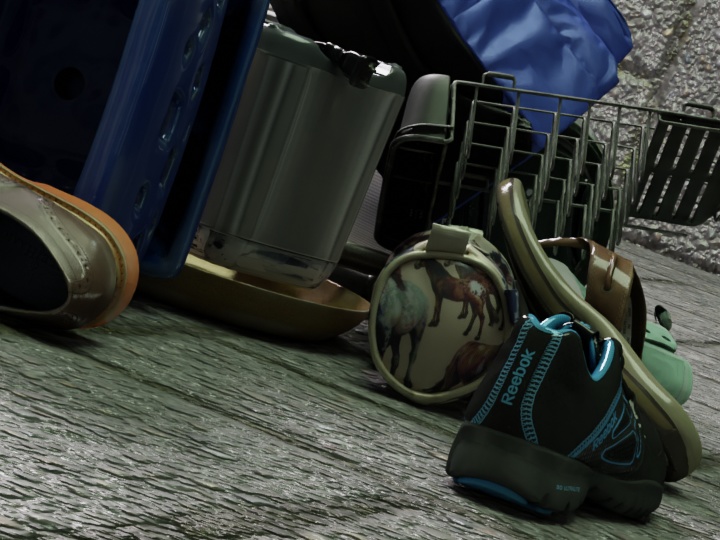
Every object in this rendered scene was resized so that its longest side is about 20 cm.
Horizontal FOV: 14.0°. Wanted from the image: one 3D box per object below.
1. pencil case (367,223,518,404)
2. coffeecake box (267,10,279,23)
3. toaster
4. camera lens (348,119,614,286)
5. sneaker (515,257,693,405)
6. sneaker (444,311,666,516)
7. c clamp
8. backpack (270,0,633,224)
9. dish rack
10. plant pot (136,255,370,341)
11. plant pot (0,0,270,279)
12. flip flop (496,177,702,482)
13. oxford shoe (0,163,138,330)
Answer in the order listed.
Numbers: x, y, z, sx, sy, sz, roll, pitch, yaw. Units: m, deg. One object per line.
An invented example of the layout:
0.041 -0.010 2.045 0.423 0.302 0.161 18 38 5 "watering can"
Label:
0.046 0.018 1.565 0.078 0.090 0.200 22 4 1 "pencil case"
-0.100 -0.095 1.833 0.073 0.154 0.200 20 5 16 "coffeecake box"
-0.062 -0.072 1.578 0.113 0.129 0.200 14 7 -41 "toaster"
0.061 -0.053 1.958 0.160 0.160 0.200 16 6 -31 "camera lens"
0.144 0.042 1.699 0.118 0.074 0.200 16 0 -4 "sneaker"
0.103 0.064 1.330 0.073 0.082 0.200 19 4 18 "sneaker"
0.000 0.000 1.741 0.170 0.027 0.200 18 -6 -3 "c clamp"
0.048 -0.157 1.781 0.200 0.168 0.162 51 -40 -2 "backpack"
0.113 -0.051 1.648 0.199 0.055 0.153 8 -23 -1 "dish rack"
-0.091 -0.001 1.597 0.200 0.028 0.200 19 6 -2 "plant pot"
-0.162 -0.103 1.436 0.200 0.200 0.180 18 2 18 "plant pot"
0.130 0.026 1.545 0.200 0.057 0.081 54 -9 38 "flip flop"
-0.197 -0.031 1.299 0.200 0.071 0.073 21 10 12 "oxford shoe"
